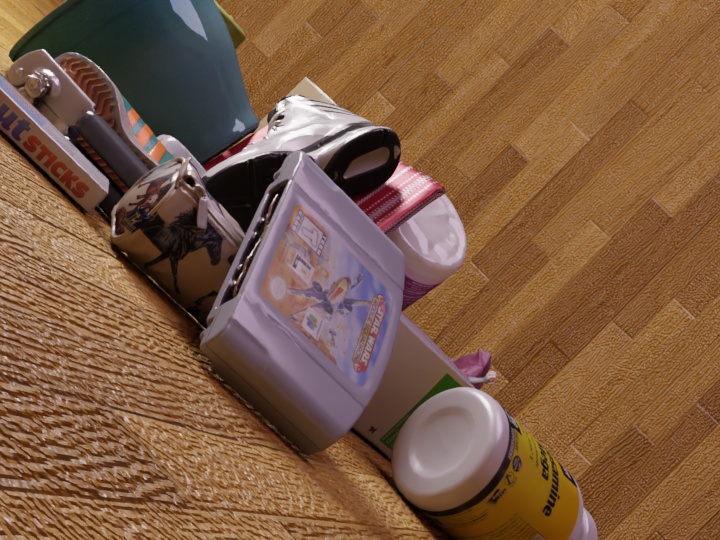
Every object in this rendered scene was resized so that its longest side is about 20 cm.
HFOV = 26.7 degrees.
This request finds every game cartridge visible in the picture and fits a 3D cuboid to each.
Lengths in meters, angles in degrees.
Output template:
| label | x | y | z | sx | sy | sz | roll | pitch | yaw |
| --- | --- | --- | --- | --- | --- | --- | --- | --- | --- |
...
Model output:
| label | x | y | z | sx | sy | sz | roll | pitch | yaw |
| --- | --- | --- | --- | --- | --- | --- | --- | --- | --- |
| game cartridge | -0.032 | 0.023 | 1.058 | 0.133 | 0.041 | 0.201 | 41 | 42 | -20 |

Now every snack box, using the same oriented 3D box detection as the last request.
| label | x | y | z | sx | sy | sz | roll | pitch | yaw |
| --- | --- | --- | --- | --- | --- | --- | --- | --- | --- |
| snack box | -0.261 | -0.123 | 1.095 | 0.200 | 0.024 | 0.072 | 45 | 2 | -14 |

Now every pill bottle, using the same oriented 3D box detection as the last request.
| label | x | y | z | sx | sy | sz | roll | pitch | yaw |
| --- | --- | --- | --- | --- | --- | --- | --- | --- | --- |
| pill bottle | 0.124 | 0.197 | 1.322 | 0.200 | 0.112 | 0.112 | 44 | 2 | -38 |
| pill bottle | 0.000 | 0.000 | 1.463 | 0.112 | 0.200 | 0.113 | 26 | 46 | -30 |

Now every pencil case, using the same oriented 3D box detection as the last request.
| label | x | y | z | sx | sy | sz | roll | pitch | yaw |
| --- | --- | --- | --- | --- | --- | --- | --- | --- | --- |
| pencil case | -0.089 | 0.009 | 1.097 | 0.200 | 0.078 | 0.089 | 45 | -34 | -18 |

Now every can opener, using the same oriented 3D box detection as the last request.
| label | x | y | z | sx | sy | sz | roll | pitch | yaw |
| --- | --- | --- | --- | --- | --- | --- | --- | --- | --- |
| can opener | -0.211 | -0.096 | 1.192 | 0.200 | 0.053 | 0.066 | 46 | 1 | 19 |

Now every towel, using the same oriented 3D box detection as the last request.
| label | x | y | z | sx | sy | sz | roll | pitch | yaw |
| --- | --- | --- | --- | --- | --- | --- | --- | --- | --- |
| towel | -0.042 | -0.078 | 1.380 | 0.199 | 0.144 | 0.023 | 29 | -39 | 32 |

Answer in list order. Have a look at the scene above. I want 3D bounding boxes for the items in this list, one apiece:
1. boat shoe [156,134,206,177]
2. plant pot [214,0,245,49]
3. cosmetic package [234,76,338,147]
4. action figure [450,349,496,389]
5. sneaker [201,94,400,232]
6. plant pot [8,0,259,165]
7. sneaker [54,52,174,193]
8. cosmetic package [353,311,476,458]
| label | x | y | z | sx | sy | sz | roll | pitch | yaw |
| --- | --- | --- | --- | --- | --- | --- | --- | --- | --- |
| boat shoe | -0.132 | -0.028 | 1.351 | 0.200 | 0.067 | 0.073 | 46 | -20 | -11 |
| plant pot | -0.233 | -0.232 | 1.638 | 0.200 | 0.193 | 0.200 | 45 | 1 | -1 |
| cosmetic package | -0.084 | -0.083 | 1.519 | 0.105 | 0.200 | 0.071 | 46 | 0 | -43 |
| action figure | 0.171 | 0.210 | 2.664 | 0.148 | 0.135 | 0.200 | 10 | 25 | 12 |
| sneaker | -0.074 | -0.097 | 1.347 | 0.115 | 0.200 | 0.076 | 35 | -45 | 47 |
| plant pot | -0.199 | -0.179 | 1.444 | 0.189 | 0.199 | 0.200 | 57 | 0 | -5 |
| sneaker | -0.199 | -0.093 | 1.266 | 0.200 | 0.071 | 0.080 | 54 | 4 | 20 |
| cosmetic package | 0.006 | 0.081 | 1.377 | 0.200 | 0.108 | 0.085 | 41 | 5 | -47 |
